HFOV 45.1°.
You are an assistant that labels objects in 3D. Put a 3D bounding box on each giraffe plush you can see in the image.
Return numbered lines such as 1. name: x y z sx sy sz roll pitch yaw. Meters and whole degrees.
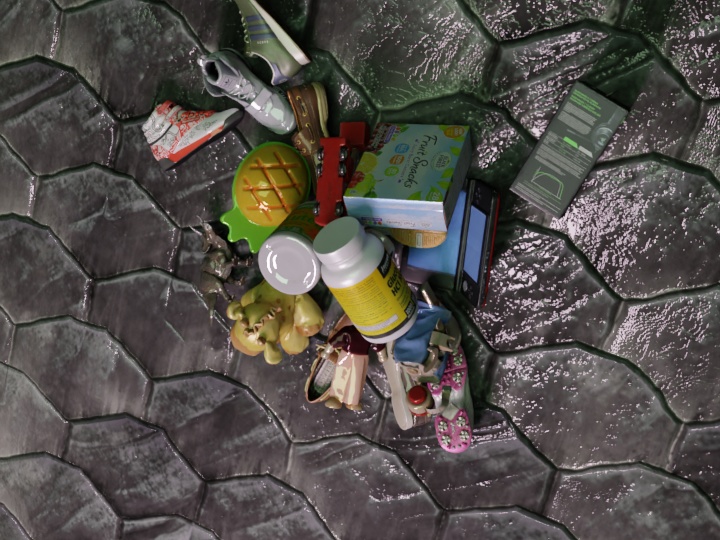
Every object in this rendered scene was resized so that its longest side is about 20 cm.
1. giraffe plush: -0.166 0.091 1.549 0.171 0.162 0.201 26 130 10

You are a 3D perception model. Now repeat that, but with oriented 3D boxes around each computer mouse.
1. computer mouse: 0.000 0.000 1.515 0.109 0.044 0.201 36 144 7

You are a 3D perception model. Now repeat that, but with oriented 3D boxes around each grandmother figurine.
1. grandmother figurine: -0.007 0.144 1.535 0.120 0.060 0.202 5 101 -26

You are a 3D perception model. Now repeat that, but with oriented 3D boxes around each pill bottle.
1. pill bottle: 0.007 0.014 1.403 0.111 0.113 0.201 -19 127 21
2. pill bottle: -0.089 -0.052 1.492 0.110 0.200 0.112 8 119 15

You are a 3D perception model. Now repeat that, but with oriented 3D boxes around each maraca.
1. maraca: -0.168 -0.131 1.548 0.136 0.107 0.202 27 93 -10

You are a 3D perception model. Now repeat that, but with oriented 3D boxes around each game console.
1. game console: 0.148 -0.055 1.468 0.117 0.172 0.202 3 105 -9

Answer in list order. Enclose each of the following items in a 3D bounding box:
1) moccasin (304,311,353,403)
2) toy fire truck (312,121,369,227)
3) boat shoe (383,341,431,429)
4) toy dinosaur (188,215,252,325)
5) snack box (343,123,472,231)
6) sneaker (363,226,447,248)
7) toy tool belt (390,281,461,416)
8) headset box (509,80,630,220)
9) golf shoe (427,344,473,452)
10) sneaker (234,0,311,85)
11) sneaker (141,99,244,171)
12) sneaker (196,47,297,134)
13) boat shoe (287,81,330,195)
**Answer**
1. moccasin: -0.048 0.156 1.595 0.073 0.078 0.202 37 110 8
2. toy fire truck: -0.030 -0.163 1.465 0.048 0.141 0.203 2 84 17
3. boat shoe: 0.082 0.182 1.568 0.059 0.072 0.202 -10 85 -20
4. toy dinosaur: -0.270 0.001 1.651 0.101 0.077 0.202 19 112 26
5. snack box: 0.082 -0.157 1.418 0.167 0.201 0.068 5 137 20
6. sneaker: 0.072 -0.091 1.482 0.198 0.087 0.077 15 109 33
7. toy tool belt: 0.103 0.130 1.469 0.123 0.202 0.123 2 146 20
8. headset box: 0.331 -0.196 1.342 0.092 0.174 0.201 33 108 10
9. golf shoe: 0.164 0.222 1.546 0.074 0.091 0.203 -6 77 17
10. sneaker: -0.181 -0.415 1.522 0.090 0.067 0.201 -41 90 16
11. sneaker: -0.316 -0.276 1.598 0.200 0.067 0.109 -28 94 24
12. sneaker: -0.203 -0.313 1.527 0.200 0.115 0.075 45 112 4
13. boat shoe: -0.088 -0.227 1.518 0.067 0.072 0.203 -8 94 -15
